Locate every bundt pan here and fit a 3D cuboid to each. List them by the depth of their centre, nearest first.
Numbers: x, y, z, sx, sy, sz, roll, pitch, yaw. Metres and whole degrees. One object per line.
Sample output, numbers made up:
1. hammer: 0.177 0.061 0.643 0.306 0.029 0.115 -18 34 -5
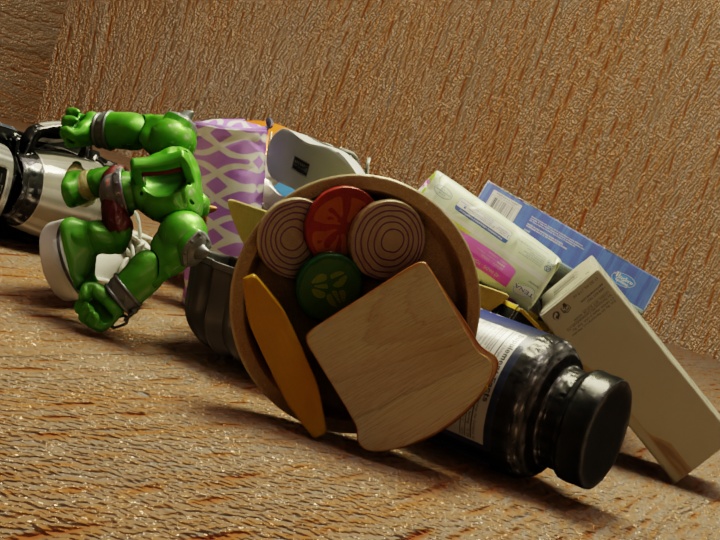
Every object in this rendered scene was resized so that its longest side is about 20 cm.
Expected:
1. bundt pan: -0.060 0.047 1.137 0.199 0.077 0.202 18 1 0

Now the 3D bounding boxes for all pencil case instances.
1. pencil case: -0.139 -0.058 1.359 0.083 0.203 0.086 6 6 -7

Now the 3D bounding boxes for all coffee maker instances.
1. coffee maker: -0.384 -0.088 1.410 0.190 0.137 0.199 -10 -16 40

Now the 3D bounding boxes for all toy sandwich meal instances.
1. toy sandwich meal: 0.002 0.033 0.948 0.202 0.208 0.070 16 2 -8

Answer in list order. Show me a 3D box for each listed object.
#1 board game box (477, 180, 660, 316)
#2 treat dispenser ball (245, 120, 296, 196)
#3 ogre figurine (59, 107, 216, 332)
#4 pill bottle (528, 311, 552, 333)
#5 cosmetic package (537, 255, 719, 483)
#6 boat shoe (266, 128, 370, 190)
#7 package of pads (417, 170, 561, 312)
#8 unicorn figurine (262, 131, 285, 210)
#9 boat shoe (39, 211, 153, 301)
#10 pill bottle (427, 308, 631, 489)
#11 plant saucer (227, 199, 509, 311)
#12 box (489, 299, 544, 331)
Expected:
1. board game box: 0.202 0.003 1.408 0.199 0.044 0.199 32 -15 9
2. treat dispenser ball: -0.124 -0.070 1.540 0.198 0.204 0.201 17 5 -1
3. ogre figurine: -0.183 -0.055 1.095 0.118 0.099 0.201 -15 42 8
4. pill bottle: 0.196 0.078 1.551 0.198 0.113 0.111 18 5 13
5. cosmetic package: 0.254 0.090 1.252 0.201 0.071 0.105 51 10 0
6. boat shoe: -0.024 -0.085 1.312 0.067 0.075 0.199 9 12 -32
7. package of pads: 0.106 -0.013 1.320 0.154 0.069 0.200 35 -10 5
8. unicorn figurine: -0.066 -0.034 1.398 0.136 0.203 0.074 14 6 18
9. boat shoe: -0.215 -0.012 1.203 0.085 0.076 0.202 -14 -7 9
10. pill bottle: 0.101 0.092 1.031 0.198 0.113 0.111 20 5 31
11. plant saucer: 0.000 0.000 1.205 0.198 0.049 0.199 17 2 -41
12. box: 0.141 0.080 1.306 0.200 0.050 0.159 42 -10 -38
